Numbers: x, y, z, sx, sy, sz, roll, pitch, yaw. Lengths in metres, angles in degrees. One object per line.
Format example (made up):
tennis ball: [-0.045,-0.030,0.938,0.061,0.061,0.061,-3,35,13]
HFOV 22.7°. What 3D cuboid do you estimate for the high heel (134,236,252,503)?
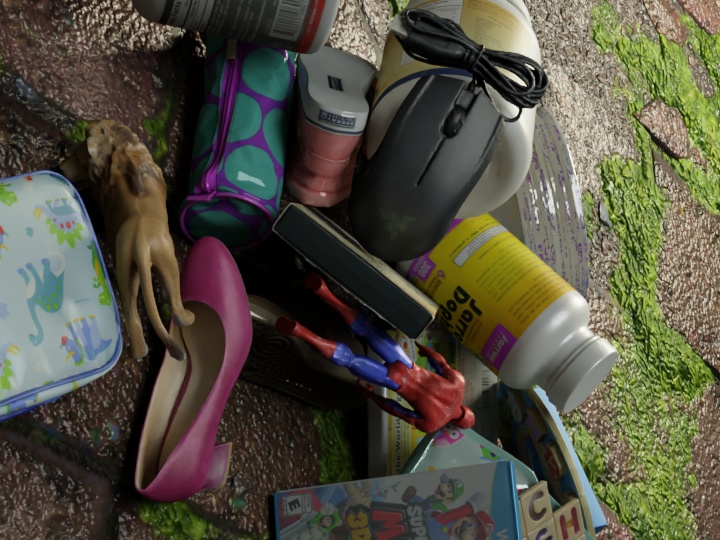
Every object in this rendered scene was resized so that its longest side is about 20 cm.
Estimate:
high heel: [-0.135,0.074,1.357,0.096,0.067,0.202,4,93,-62]

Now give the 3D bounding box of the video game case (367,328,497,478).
video game case: [0.067,0.153,1.612,0.181,0.023,0.202,3,86,-53]

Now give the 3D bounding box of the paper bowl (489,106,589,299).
paper bowl: [0.146,-0.051,1.726,0.201,0.103,0.202,170,-90,-86]

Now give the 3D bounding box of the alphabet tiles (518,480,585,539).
alphabet tiles: [0.138,0.285,1.486,0.166,0.006,0.201,-27,113,-36]

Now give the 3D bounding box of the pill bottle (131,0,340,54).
pill bottle: [-0.118,-0.248,1.432,0.198,0.116,0.117,11,61,-12]

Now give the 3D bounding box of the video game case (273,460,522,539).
video game case: [0.031,0.234,1.421,0.018,0.198,0.144,50,34,-67]

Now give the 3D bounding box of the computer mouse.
computer mouse: [0.054,-0.099,1.443,0.138,0.201,0.053,25,7,-3]

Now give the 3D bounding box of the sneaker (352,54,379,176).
sneaker: [0.016,-0.100,1.653,0.200,0.077,0.082,52,42,-8]

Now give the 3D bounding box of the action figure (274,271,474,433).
action figure: [0.012,0.070,1.466,0.200,0.099,0.065,36,87,-27]

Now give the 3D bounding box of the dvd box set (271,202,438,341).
dvd box set: [0.000,0.000,1.481,0.146,0.029,0.200,38,3,1]

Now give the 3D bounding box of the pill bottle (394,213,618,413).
pill bottle: [0.132,0.034,1.593,0.200,0.105,0.104,42,31,19]

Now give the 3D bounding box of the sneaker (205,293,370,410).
sneaker: [-0.065,0.052,1.490,0.200,0.070,0.076,37,35,-48]

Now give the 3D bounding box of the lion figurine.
lion figurine: [-0.163,-0.027,1.320,0.072,0.200,0.123,-14,120,-17]

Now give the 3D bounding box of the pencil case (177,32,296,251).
pencil case: [-0.101,-0.119,1.487,0.093,0.084,0.201,56,33,-54]

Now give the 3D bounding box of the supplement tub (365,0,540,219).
supplement tub: [0.085,-0.158,1.579,0.145,0.144,0.201,49,32,-28]

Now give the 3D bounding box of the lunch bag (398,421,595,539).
lunch bag: [0.087,0.243,1.519,0.200,0.122,0.171,49,65,-29]

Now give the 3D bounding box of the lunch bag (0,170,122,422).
lunch bag: [-0.259,0.025,1.216,0.200,0.082,0.162,-20,91,-54]

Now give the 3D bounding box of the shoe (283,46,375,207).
shoe: [-0.031,-0.126,1.537,0.071,0.092,0.200,14,22,-7]

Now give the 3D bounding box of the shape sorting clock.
shape sorting clock: [0.167,0.193,1.653,0.039,0.200,0.201,-18,89,-16]
